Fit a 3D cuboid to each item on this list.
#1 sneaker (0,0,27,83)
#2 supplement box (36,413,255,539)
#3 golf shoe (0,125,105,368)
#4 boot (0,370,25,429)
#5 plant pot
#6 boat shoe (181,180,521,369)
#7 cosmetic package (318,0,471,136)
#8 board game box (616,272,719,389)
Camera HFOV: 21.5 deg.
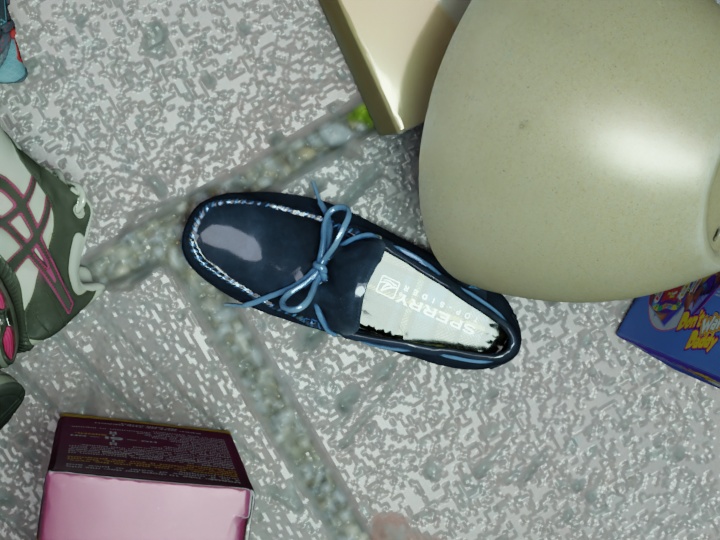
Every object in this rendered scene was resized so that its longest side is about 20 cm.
[{"bbox_3d":[-0.220,-0.138,1.023,0.095,0.079,0.200,22,99,-17],"label":"sneaker"},{"bbox_3d":[-0.117,0.155,0.984,0.103,0.200,0.131,7,92,-8],"label":"supplement box"},{"bbox_3d":[-0.192,-0.044,1.000,0.088,0.077,0.200,-26,135,-25],"label":"golf shoe"},{"bbox_3d":[-0.249,0.038,0.963,0.154,0.204,0.073,46,75,-3],"label":"boot"},{"bbox_3d":[0.143,-0.067,0.983,0.134,0.200,0.201,21,91,33],"label":"plant pot"},{"bbox_3d":[0.000,0.000,1.054,0.199,0.069,0.084,13,92,-8],"label":"boat shoe"},{"bbox_3d":[0.019,-0.184,1.043,0.105,0.071,0.200,-27,96,-5],"label":"cosmetic package"},{"bbox_3d":[0.217,0.000,1.014,0.045,0.200,0.135,29,90,-12],"label":"board game box"}]
